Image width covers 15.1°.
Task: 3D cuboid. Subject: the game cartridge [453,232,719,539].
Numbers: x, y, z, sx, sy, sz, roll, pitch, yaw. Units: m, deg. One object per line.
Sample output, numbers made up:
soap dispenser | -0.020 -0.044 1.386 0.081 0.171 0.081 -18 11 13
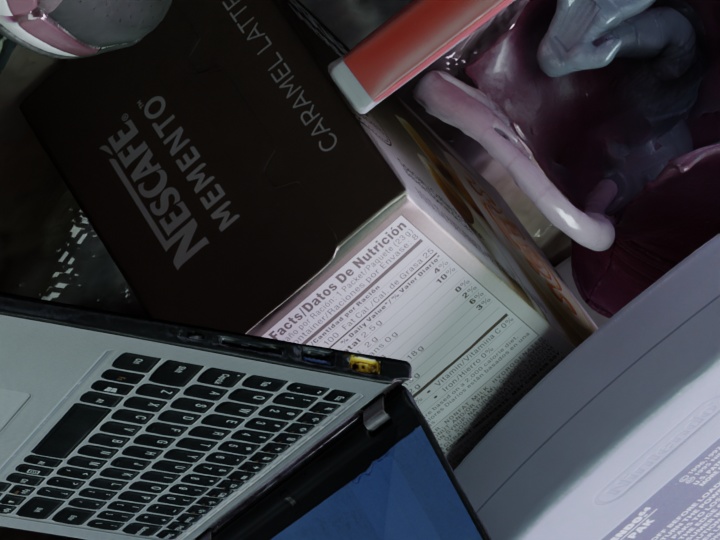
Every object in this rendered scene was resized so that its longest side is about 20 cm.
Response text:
game cartridge | 0.105 0.046 0.807 0.200 0.041 0.133 -44 151 23

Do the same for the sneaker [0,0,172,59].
sneaker | -0.044 -0.113 0.609 0.115 0.076 0.200 4 151 17

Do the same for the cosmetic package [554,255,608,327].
cosmetic package | 0.155 0.103 1.001 0.123 0.200 0.200 -33 147 -6

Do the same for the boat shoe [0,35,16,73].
boat shoe | -0.143 -0.009 0.706 0.075 0.060 0.200 10 126 -50

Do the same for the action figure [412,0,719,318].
action figure | 0.101 -0.016 0.846 0.149 0.134 0.200 -37 162 -19

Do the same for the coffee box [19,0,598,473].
coffee box | 0.000 0.000 0.806 0.080 0.115 0.200 -40 146 7

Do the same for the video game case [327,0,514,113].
video game case | 0.086 -0.117 0.731 0.200 0.017 0.143 -37 -178 18

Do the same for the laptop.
laptop | -0.048 0.099 0.719 0.199 0.117 0.187 11 157 -18
